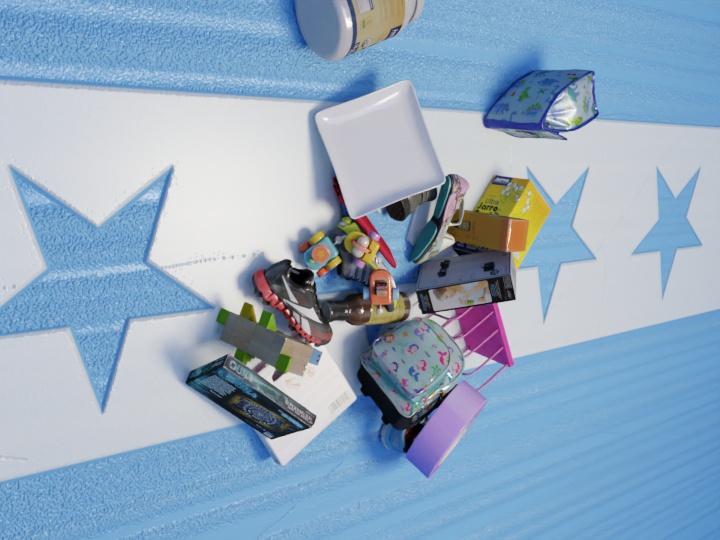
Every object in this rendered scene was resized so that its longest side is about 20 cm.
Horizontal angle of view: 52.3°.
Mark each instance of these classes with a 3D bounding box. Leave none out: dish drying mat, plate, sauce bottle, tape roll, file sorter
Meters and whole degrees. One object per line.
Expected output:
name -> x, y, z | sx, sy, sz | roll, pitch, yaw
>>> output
dish drying mat -> 0.008, -0.090, 1.402 | 0.018, 0.077, 0.201 | -32, 125, 8
plate -> 0.035, -0.221, 1.341 | 0.195, 0.032, 0.205 | -21, 92, -10
sauce bottle -> 0.009, 0.075, 1.445 | 0.196, 0.064, 0.067 | 0, 101, -37
tape roll -> 0.177, 0.326, 1.507 | 0.200, 0.065, 0.201 | -46, 162, -19
file sorter -> 0.221, 0.138, 1.580 | 0.124, 0.138, 0.204 | -34, 120, -25

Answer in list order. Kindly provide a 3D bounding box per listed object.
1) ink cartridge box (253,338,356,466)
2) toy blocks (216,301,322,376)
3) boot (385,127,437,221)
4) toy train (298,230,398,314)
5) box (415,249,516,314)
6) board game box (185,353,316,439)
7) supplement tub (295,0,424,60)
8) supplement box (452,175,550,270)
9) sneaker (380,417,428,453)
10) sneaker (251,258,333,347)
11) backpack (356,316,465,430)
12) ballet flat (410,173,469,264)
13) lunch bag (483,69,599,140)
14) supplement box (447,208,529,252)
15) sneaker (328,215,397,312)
ink cartridge box -> -0.124, 0.235, 1.390 | 0.199, 0.043, 0.176 | -38, 107, -25
toy blocks -> -0.143, 0.133, 1.266 | 0.136, 0.197, 0.102 | 28, 83, -50
boot -> 0.086, -0.211, 1.451 | 0.130, 0.067, 0.205 | -38, 122, -39
toy train -> -0.024, 0.002, 1.336 | 0.194, 0.056, 0.155 | 4, 96, 2
box -> 0.217, 0.020, 1.495 | 0.118, 0.194, 0.061 | -71, 147, -58
board game box -> -0.187, 0.220, 1.253 | 0.199, 0.134, 0.029 | 40, 50, -24
supplement tub -> 0.001, -0.460, 1.259 | 0.198, 0.143, 0.148 | -30, 118, -28
supplement box -> 0.312, -0.093, 1.616 | 0.109, 0.108, 0.203 | 42, 74, -37
sneaker -> 0.130, 0.308, 1.577 | 0.078, 0.089, 0.203 | 41, 74, -36
sneaker -> -0.102, 0.056, 1.319 | 0.097, 0.071, 0.201 | -36, 119, 12
backpack -> 0.109, 0.191, 1.467 | 0.197, 0.178, 0.152 | -27, 152, -30
ballet flat -> 0.171, -0.097, 1.499 | 0.069, 0.069, 0.204 | 15, 108, -21
lunch bag -> 0.388, -0.348, 1.578 | 0.197, 0.168, 0.131 | -29, 117, -30
supplement box -> 0.249, -0.086, 1.509 | 0.068, 0.198, 0.069 | -2, 102, -40
sneaker -> 0.000, 0.000, 1.402 | 0.080, 0.074, 0.202 | -36, 97, -10
